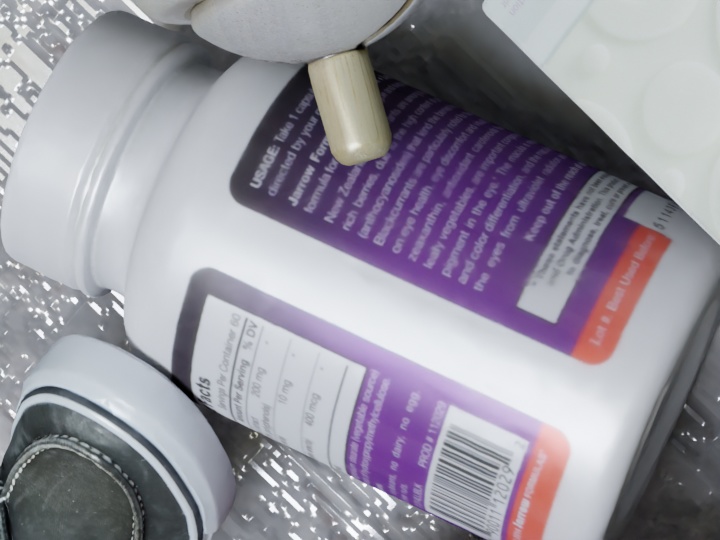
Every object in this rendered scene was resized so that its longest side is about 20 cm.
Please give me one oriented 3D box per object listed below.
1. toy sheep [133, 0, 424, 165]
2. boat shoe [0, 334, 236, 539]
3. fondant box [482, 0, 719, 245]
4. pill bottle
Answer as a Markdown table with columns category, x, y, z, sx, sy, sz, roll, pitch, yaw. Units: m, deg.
| category | x | y | z | sx | sy | sz | roll | pitch | yaw |
| --- | --- | --- | --- | --- | --- | --- | --- | --- | --- |
| toy sheep | -0.020 | -0.128 | 0.763 | 0.137 | 0.138 | 0.201 | -16 | 83 | 28 |
| boat shoe | -0.090 | 0.091 | 0.872 | 0.072 | 0.071 | 0.200 | 32 | 151 | 8 |
| fondant box | 0.148 | -0.058 | 0.710 | 0.200 | 0.058 | 0.145 | 46 | 111 | 23 |
| pill bottle | 0.000 | 0.000 | 0.820 | 0.199 | 0.111 | 0.112 | 25 | 119 | 11 |
